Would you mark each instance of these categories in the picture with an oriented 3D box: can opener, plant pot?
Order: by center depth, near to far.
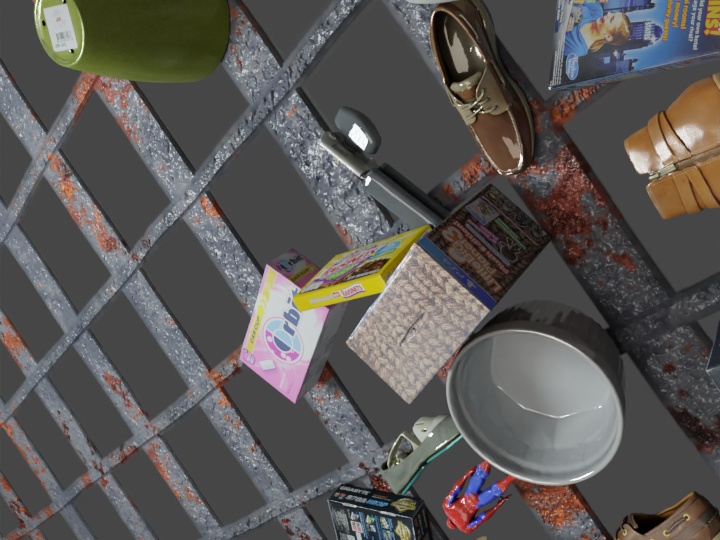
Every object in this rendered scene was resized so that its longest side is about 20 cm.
[{"bbox_3d":[0.031,-0.117,0.875,0.200,0.052,0.067,43,129,11],"label":"can opener"},{"bbox_3d":[-0.302,-0.322,0.919,0.184,0.199,0.190,14,119,28],"label":"plant pot"}]

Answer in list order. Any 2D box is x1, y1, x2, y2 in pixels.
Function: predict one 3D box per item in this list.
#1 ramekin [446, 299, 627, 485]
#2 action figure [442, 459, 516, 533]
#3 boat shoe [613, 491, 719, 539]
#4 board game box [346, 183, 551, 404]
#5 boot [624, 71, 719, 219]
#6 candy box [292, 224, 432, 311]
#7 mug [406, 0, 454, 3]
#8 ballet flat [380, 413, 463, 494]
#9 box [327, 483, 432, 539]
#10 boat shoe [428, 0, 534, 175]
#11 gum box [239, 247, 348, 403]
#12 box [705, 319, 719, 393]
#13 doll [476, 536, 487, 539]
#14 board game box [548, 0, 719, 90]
[{"bbox_3d":[0.208,0.131,0.822,0.197,0.105,0.203,14,121,24],"label":"ramekin"},{"bbox_3d":[0.163,0.302,0.977,0.065,0.051,0.201,43,133,18],"label":"action figure"},{"bbox_3d":[0.336,0.320,0.854,0.200,0.072,0.068,-40,81,34],"label":"boat shoe"},{"bbox_3d":[0.101,0.020,0.792,0.097,0.200,0.160,41,129,10],"label":"board game box"},{"bbox_3d":[0.350,-0.080,0.659,0.154,0.073,0.203,-31,79,39],"label":"boot"},{"bbox_3d":[0.000,0.000,0.887,0.199,0.102,0.027,-16,112,54],"label":"candy box"},{"bbox_3d":[0.075,-0.355,0.706,0.146,0.188,0.156,-8,120,3],"label":"mug"},{"bbox_3d":[0.086,0.241,0.992,0.064,0.067,0.201,48,129,16],"label":"ballet flat"},{"bbox_3d":[0.041,0.444,1.127,0.157,0.046,0.204,-1,110,35],"label":"box"},{"bbox_3d":[0.122,-0.192,0.764,0.075,0.072,0.203,-21,98,39],"label":"boat shoe"},{"bbox_3d":[-0.098,0.087,1.049,0.113,0.066,0.202,33,126,17],"label":"gum box"},{"bbox_3d":[0.456,0.111,0.641,0.199,0.117,0.198,-33,90,39],"label":"box"},{"bbox_3d":[0.197,0.488,1.034,0.135,0.048,0.202,-30,92,28],"label":"doll"},{"bbox_3d":[0.275,-0.255,0.622,0.198,0.061,0.204,15,110,37],"label":"board game box"}]
